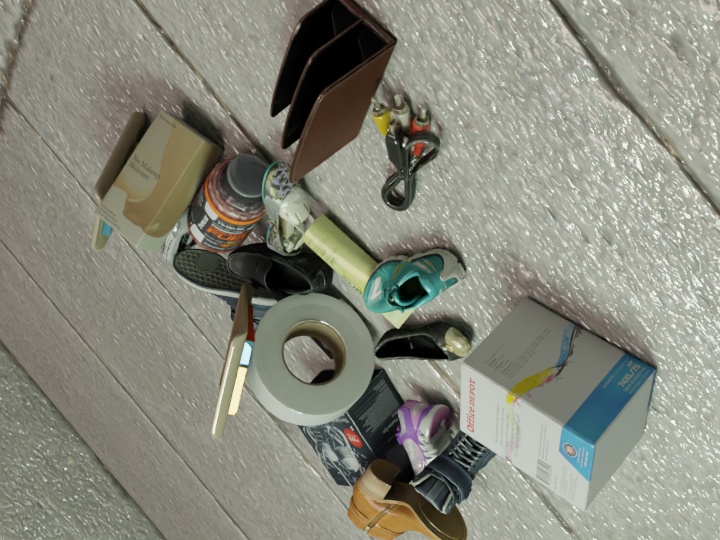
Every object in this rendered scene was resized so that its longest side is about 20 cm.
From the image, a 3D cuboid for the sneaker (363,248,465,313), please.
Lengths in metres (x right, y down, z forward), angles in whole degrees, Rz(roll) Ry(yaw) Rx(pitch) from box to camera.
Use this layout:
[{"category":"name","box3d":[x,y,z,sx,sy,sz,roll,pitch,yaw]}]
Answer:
[{"category":"sneaker","box3d":[0.059,0.022,1.564,0.078,0.080,0.199,55,145,-7]}]

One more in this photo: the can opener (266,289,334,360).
[{"category":"can opener","box3d":[-0.097,0.073,1.871,0.200,0.053,0.067,47,150,5]}]

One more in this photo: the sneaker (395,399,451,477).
[{"category":"sneaker","box3d":[0.100,0.284,1.819,0.088,0.080,0.202,21,135,31]}]

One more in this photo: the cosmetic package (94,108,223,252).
[{"category":"cosmetic package","box3d":[-0.319,-0.141,1.774,0.105,0.201,0.071,34,-175,20]}]

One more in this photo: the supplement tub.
[{"category":"supplement tub","box3d":[-0.201,-0.108,1.748,0.107,0.107,0.200,48,151,1]}]

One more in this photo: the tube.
[{"category":"tube","box3d":[0.000,0.000,1.665,0.200,0.052,0.058,42,178,3]}]

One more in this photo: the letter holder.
[{"category":"letter holder","box3d":[-0.059,-0.220,1.393,0.101,0.142,0.200,43,150,9]}]

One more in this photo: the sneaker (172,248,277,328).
[{"category":"sneaker","box3d":[-0.233,0.044,1.949,0.200,0.077,0.147,20,149,2]}]

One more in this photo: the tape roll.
[{"category":"tape roll","box3d":[-0.079,0.139,1.772,0.202,0.202,0.071,46,155,5]}]

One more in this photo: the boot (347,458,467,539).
[{"category":"boot","box3d":[0.072,0.406,1.822,0.199,0.074,0.155,38,137,14]}]

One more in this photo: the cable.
[{"category":"cable","box3d":[0.065,-0.145,1.440,0.096,0.051,0.201,17,153,18]}]

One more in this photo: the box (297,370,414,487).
[{"category":"box","box3d":[-0.002,0.274,1.923,0.199,0.104,0.183,-9,119,56]}]

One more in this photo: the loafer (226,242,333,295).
[{"category":"loafer","box3d":[-0.138,0.000,1.783,0.199,0.070,0.069,9,117,31]}]

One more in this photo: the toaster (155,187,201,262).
[{"category":"toaster","box3d":[-0.331,-0.102,1.914,0.129,0.113,0.200,49,151,7]}]

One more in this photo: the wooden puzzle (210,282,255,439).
[{"category":"wooden puzzle","box3d":[-0.194,0.140,1.755,0.037,0.200,0.187,13,112,-7]}]

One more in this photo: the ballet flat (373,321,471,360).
[{"category":"ballet flat","box3d":[0.094,0.116,1.659,0.199,0.057,0.067,-9,118,56]}]

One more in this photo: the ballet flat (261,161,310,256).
[{"category":"ballet flat","box3d":[-0.106,-0.087,1.686,0.072,0.072,0.201,37,153,19]}]

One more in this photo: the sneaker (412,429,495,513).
[{"category":"sneaker","box3d":[0.154,0.282,1.668,0.077,0.146,0.203,41,148,15]}]

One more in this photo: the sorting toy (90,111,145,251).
[{"category":"sorting toy","box3d":[-0.411,-0.148,1.924,0.036,0.186,0.200,21,150,-3]}]

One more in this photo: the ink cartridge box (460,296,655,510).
[{"category":"ink cartridge box","box3d":[0.245,0.166,1.425,0.199,0.146,0.148,31,146,28]}]
